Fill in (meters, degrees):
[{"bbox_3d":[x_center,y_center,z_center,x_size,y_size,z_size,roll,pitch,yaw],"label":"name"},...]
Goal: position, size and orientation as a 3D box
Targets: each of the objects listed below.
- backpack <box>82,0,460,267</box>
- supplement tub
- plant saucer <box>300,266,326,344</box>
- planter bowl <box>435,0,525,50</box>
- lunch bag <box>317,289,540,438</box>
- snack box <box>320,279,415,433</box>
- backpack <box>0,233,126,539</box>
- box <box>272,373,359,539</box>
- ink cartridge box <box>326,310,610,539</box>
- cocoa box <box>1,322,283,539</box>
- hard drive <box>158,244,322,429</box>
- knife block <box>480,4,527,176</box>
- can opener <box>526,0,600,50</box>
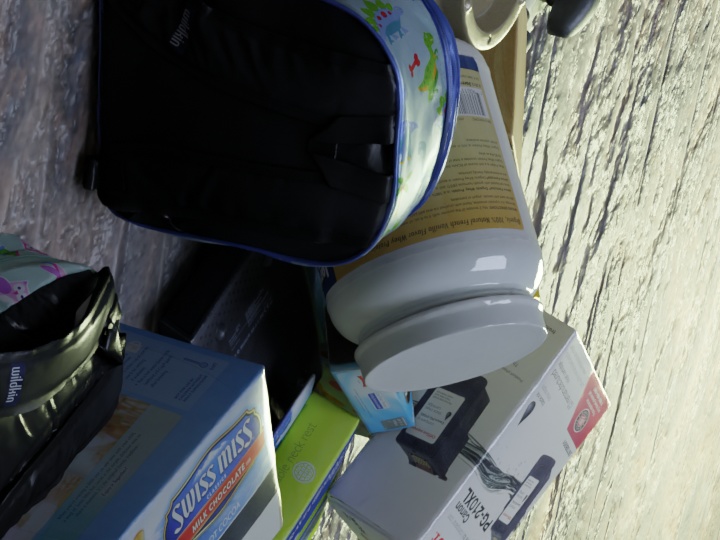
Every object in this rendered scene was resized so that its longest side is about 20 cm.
[{"bbox_3d":[-0.042,-0.106,1.330,0.147,0.199,0.184,-33,135,-56],"label":"backpack"},{"bbox_3d":[0.036,-0.035,1.461,0.144,0.144,0.201,31,41,-66],"label":"supplement tub"},{"bbox_3d":[-0.044,-0.036,1.582,0.200,0.019,0.070,79,14,-49],"label":"plant saucer"},{"bbox_3d":[0.038,-0.220,1.511,0.200,0.134,0.201,-45,144,-47],"label":"planter bowl"},{"bbox_3d":[0.054,0.031,1.738,0.200,0.127,0.170,-54,153,-13],"label":"lunch bag"},{"bbox_3d":[0.000,0.000,1.586,0.116,0.037,0.201,60,21,-62],"label":"snack box"},{"bbox_3d":[-0.210,0.060,1.168,0.200,0.126,0.167,-45,151,-45],"label":"backpack"},{"bbox_3d":[-0.059,0.173,1.607,0.122,0.048,0.200,-58,173,-33],"label":"box"},{"bbox_3d":[0.082,0.130,1.651,0.200,0.084,0.145,-52,152,-10],"label":"ink cartridge box"},{"bbox_3d":[-0.150,0.142,1.292,0.200,0.133,0.132,-50,146,-43],"label":"cocoa box"},{"bbox_3d":[-0.081,0.055,1.552,0.135,0.042,0.200,-58,155,-29],"label":"hard drive"},{"bbox_3d":[0.090,-0.101,1.603,0.200,0.176,0.064,-39,151,-15],"label":"knife block"},{"bbox_3d":[0.134,-0.188,1.830,0.200,0.067,0.053,-58,152,-31],"label":"can opener"}]
